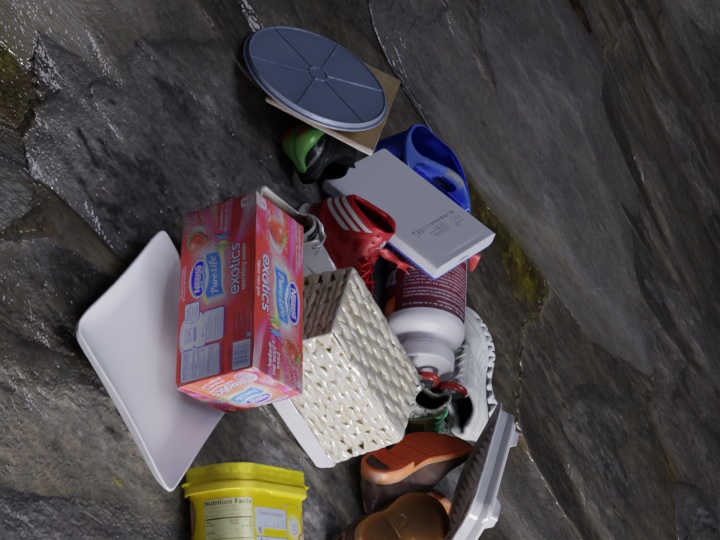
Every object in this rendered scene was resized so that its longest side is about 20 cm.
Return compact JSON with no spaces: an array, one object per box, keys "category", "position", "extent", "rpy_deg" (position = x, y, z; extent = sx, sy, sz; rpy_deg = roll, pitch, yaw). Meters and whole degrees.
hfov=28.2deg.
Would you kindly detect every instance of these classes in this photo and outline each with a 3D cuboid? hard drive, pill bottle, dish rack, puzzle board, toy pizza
[{"category":"hard drive","position":[0.063,-0.077,1.880],"extent":[0.200,0.026,0.131],"rpy_deg":[39,43,21]},{"category":"pill bottle","position":[0.088,0.046,1.948],"extent":[0.113,0.112,0.202],"rpy_deg":[44,41,-46]},{"category":"dish rack","position":[0.151,0.285,1.828],"extent":[0.201,0.043,0.172],"rpy_deg":[-68,179,-45]},{"category":"puzzle board","position":[-0.033,-0.230,1.851],"extent":[0.150,0.017,0.201],"rpy_deg":[26,35,-4]},{"category":"toy pizza","position":[-0.059,-0.236,1.799],"extent":[0.198,0.032,0.201],"rpy_deg":[21,36,-16]}]

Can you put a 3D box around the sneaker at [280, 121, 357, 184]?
[{"category":"sneaker","position":[-0.036,-0.164,1.867],"extent":[0.200,0.076,0.085],"rpy_deg":[-34,113,-51]}]

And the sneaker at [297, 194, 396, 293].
[{"category":"sneaker","position":[0.000,0.000,1.798],"extent":[0.202,0.115,0.078],"rpy_deg":[66,30,-15]}]

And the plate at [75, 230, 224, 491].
[{"category":"plate","position":[-0.207,0.090,1.455],"extent":[0.201,0.032,0.200],"rpy_deg":[65,29,-21]}]

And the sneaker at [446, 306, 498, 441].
[{"category":"sneaker","position":[0.151,0.148,2.071],"extent":[0.081,0.075,0.202],"rpy_deg":[3,75,-52]}]

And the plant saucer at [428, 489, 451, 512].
[{"category":"plant saucer","position":[0.093,0.390,1.875],"extent":[0.200,0.037,0.202],"rpy_deg":[37,45,-50]}]

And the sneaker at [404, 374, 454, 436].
[{"category":"sneaker","position":[0.088,0.193,1.904],"extent":[0.200,0.088,0.078],"rpy_deg":[42,42,-48]}]

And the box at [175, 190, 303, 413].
[{"category":"box","position":[-0.125,0.035,1.495],"extent":[0.095,0.102,0.202],"rpy_deg":[36,45,-51]}]

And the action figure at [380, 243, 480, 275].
[{"category":"action figure","position":[0.057,-0.038,1.892],"extent":[0.198,0.052,0.066],"rpy_deg":[11,54,-15]}]

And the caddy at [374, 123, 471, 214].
[{"category":"caddy","position":[0.094,-0.122,2.045],"extent":[0.200,0.104,0.143],"rpy_deg":[33,50,-53]}]

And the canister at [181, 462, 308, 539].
[{"category":"canister","position":[-0.114,0.308,1.472],"extent":[0.148,0.086,0.202],"rpy_deg":[23,59,-57]}]

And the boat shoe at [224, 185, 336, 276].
[{"category":"boat shoe","position":[-0.076,-0.036,1.701],"extent":[0.200,0.069,0.071],"rpy_deg":[42,36,-38]}]

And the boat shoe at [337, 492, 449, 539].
[{"category":"boat shoe","position":[0.033,0.322,1.747],"extent":[0.199,0.070,0.071],"rpy_deg":[-1,59,-53]}]

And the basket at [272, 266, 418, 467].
[{"category":"basket","position":[-0.030,0.111,1.680],"extent":[0.201,0.122,0.136],"rpy_deg":[57,31,-30]}]

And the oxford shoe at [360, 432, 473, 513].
[{"category":"oxford shoe","position":[0.069,0.259,1.843],"extent":[0.199,0.071,0.074],"rpy_deg":[-10,114,-43]}]

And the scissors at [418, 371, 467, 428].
[{"category":"scissors","position":[0.103,0.183,1.964],"extent":[0.200,0.072,0.014],"rpy_deg":[97,9,-66]}]
